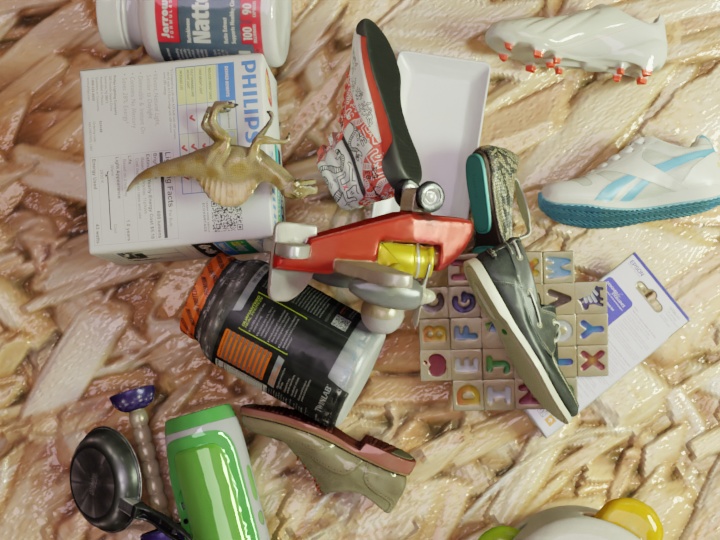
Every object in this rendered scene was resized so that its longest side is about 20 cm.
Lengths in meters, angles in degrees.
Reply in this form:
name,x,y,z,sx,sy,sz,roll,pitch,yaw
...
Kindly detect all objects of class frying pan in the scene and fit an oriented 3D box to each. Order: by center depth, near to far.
name,x,y,z,sx,sy,sz,roll,pitch,yaw
frying pan,-0.258,0.254,1.260,0.190,0.031,0.115,51,121,27

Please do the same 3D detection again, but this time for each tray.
name,x,y,z,sx,sy,sz,roll,pitch,yaw
tray,0.078,-0.136,1.301,0.106,0.022,0.203,9,86,7

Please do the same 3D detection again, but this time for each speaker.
name,x,y,z,sx,sy,sz,roll,pitch,yaw
speaker,-0.150,0.250,1.260,0.087,0.088,0.202,-16,84,4

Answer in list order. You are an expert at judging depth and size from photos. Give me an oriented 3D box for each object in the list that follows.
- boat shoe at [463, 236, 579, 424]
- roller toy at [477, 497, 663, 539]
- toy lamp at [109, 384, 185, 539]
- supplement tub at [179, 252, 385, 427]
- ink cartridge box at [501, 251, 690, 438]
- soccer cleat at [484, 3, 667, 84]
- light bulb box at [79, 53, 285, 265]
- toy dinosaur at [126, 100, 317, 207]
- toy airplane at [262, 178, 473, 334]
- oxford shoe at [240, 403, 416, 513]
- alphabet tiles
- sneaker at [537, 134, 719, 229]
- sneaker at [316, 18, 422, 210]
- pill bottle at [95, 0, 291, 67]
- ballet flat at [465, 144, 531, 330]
name,x,y,z,sx,sy,sz,roll,pitch,yaw
boat shoe,0.178,0.063,1.194,0.067,0.072,0.201,-30,101,-12
roller toy,0.222,0.336,1.190,0.198,0.140,0.185,-17,84,3
toy lamp,-0.227,0.229,1.283,0.058,0.058,0.202,-17,83,4
supplement tub,-0.083,0.069,1.249,0.199,0.123,0.123,29,88,7
ink cartridge box,0.245,0.080,1.261,0.199,0.037,0.095,-40,82,4
soccer cleat,0.234,-0.254,1.277,0.197,0.069,0.079,8,81,-1
light bulb box,-0.187,-0.116,1.272,0.197,0.125,0.201,-4,85,4
toy dinosaur,-0.141,-0.115,1.177,0.197,0.058,0.102,5,88,5
toy airplane,0.000,0.000,1.177,0.197,0.200,0.143,-8,103,27
oxford shoe,-0.044,0.200,1.263,0.198,0.070,0.076,21,93,8
alphabet tiles,0.159,0.064,1.232,0.197,0.006,0.169,-2,99,5
sneaker,0.285,-0.095,1.258,0.197,0.077,0.082,-7,76,-1
sneaker,-0.006,-0.167,1.282,0.107,0.067,0.204,-23,71,30
pill bottle,-0.181,-0.285,1.289,0.197,0.120,0.121,2,85,6
ballet flat,0.151,-0.032,1.265,0.074,0.068,0.203,0,92,-26
